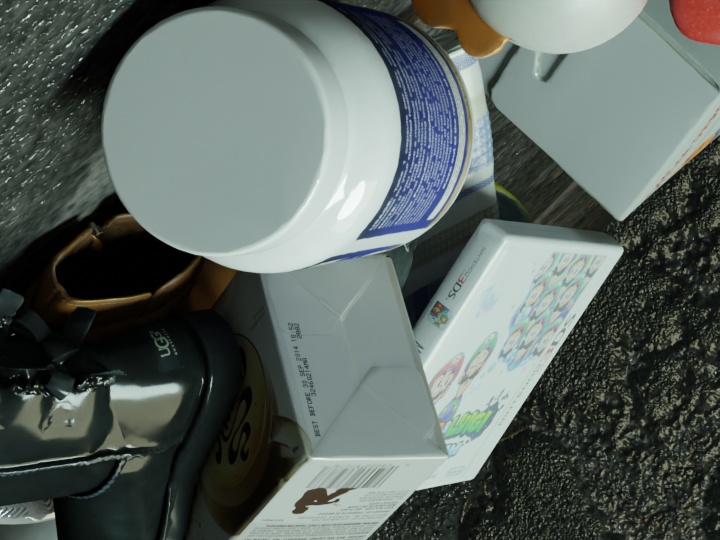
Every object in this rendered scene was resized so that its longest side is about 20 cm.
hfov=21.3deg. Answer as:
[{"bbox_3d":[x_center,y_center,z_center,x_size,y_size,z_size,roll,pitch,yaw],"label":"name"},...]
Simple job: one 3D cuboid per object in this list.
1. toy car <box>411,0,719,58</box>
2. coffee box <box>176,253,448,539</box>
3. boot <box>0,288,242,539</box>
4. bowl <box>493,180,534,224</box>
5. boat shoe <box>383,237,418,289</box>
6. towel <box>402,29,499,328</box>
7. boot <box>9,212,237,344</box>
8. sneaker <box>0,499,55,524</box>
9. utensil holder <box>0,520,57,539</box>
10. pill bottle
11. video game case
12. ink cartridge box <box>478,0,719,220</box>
[{"bbox_3d":[0.112,-0.174,0.890,0.199,0.178,0.184,-14,163,13],"label":"toy car"},{"bbox_3d":[-0.047,0.091,0.951,0.079,0.113,0.200,3,146,-30],"label":"coffee box"},{"bbox_3d":[-0.155,0.093,0.891,0.162,0.073,0.199,-5,136,-35],"label":"boot"},{"bbox_3d":[0.000,0.000,1.175,0.199,0.108,0.201,-19,133,-22],"label":"bowl"},{"bbox_3d":[-0.002,-0.009,0.999,0.066,0.075,0.200,-24,136,-24],"label":"boat shoe"},{"bbox_3d":[0.011,-0.030,1.066,0.146,0.024,0.201,-28,137,-17],"label":"towel"},{"bbox_3d":[-0.108,0.009,0.975,0.200,0.077,0.155,-25,160,-38],"label":"boot"},{"bbox_3d":[-0.164,0.092,1.084,0.199,0.078,0.112,-18,180,-27],"label":"sneaker"},{"bbox_3d":[-0.133,0.164,1.275,0.200,0.170,0.170,-42,172,-2],"label":"utensil holder"},{"bbox_3d":[-0.027,-0.058,0.812,0.116,0.116,0.200,-44,172,15],"label":"pill bottle"},{"bbox_3d":[0.069,0.053,1.128,0.182,0.024,0.200,-58,157,14],"label":"video game case"},{"bbox_3d":[0.185,-0.159,1.133,0.200,0.145,0.145,-38,168,-32],"label":"ink cartridge box"}]
